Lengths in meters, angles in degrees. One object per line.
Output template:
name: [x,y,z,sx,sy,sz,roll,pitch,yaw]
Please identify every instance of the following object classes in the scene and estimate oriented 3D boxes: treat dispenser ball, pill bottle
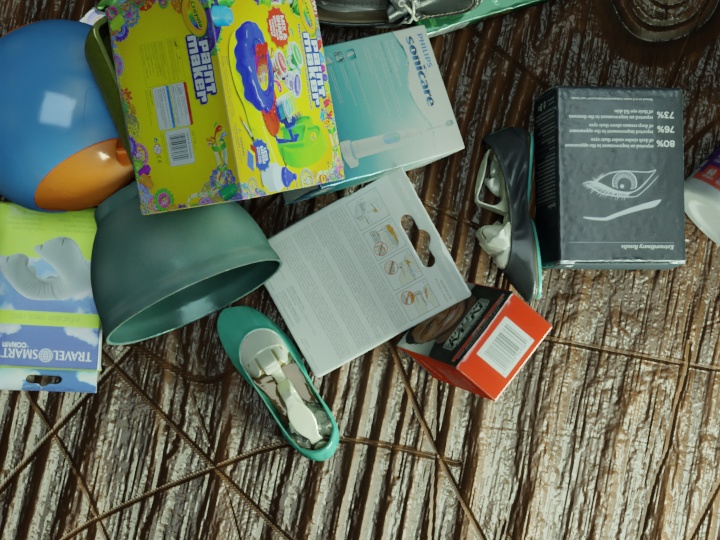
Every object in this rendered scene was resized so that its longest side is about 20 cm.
treat dispenser ball: [-0.312,-0.160,1.655,0.201,0.201,0.201,0,87,-8]
pill bottle: [0.465,-0.123,1.807,0.111,0.111,0.200,45,82,-3]

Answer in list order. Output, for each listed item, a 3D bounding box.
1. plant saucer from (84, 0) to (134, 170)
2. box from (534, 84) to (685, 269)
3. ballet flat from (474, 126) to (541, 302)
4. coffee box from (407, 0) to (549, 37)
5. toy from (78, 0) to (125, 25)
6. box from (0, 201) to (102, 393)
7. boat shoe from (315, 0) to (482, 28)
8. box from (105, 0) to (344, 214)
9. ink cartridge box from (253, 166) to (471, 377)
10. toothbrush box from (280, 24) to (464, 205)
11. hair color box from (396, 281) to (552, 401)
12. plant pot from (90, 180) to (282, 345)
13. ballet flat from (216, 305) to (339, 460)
plant saucer: [-0.198,-0.186,1.610,0.048,0.200,0.200,-8,115,30]
box: [0.276,-0.101,1.783,0.148,0.104,0.200,1,87,-8]
ballet flat: [0.161,-0.062,1.784,0.073,0.073,0.200,-1,81,-8]
coffee box: [0.136,-0.344,1.807,0.200,0.044,0.123,-19,88,-8]
toy: [-0.208,-0.233,1.751,0.200,0.047,0.115,45,83,-3]
box: [-0.337,0.030,1.719,0.122,0.048,0.200,3,85,-7]
boat shoe: [0.033,-0.294,1.730,0.200,0.074,0.060,7,51,8]
box: [-0.128,-0.170,1.556,0.122,0.193,0.200,-7,96,30]
ink cartridge box: [0.000,0.000,1.731,0.200,0.050,0.162,-29,91,14]
toothbrush box: [-0.005,-0.169,1.721,0.200,0.085,0.147,-19,90,-33]
hair color box: [0.117,0.070,1.699,0.061,0.200,0.102,40,82,-14]
plant pot: [-0.200,-0.024,1.674,0.200,0.200,0.134,-25,80,-9]
ballet flat: [-0.085,0.119,1.737,0.067,0.070,0.200,-34,91,-8]
